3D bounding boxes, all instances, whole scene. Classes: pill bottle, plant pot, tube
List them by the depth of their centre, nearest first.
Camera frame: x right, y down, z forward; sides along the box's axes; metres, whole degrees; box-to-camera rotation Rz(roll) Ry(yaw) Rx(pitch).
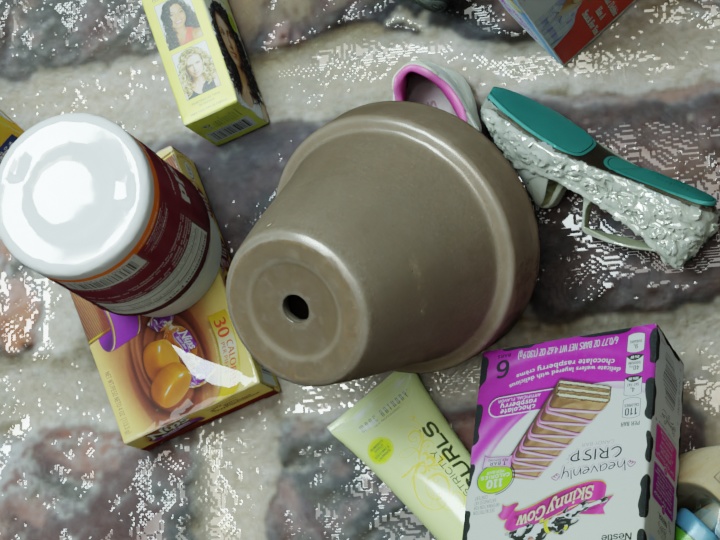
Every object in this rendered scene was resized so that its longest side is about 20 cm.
[{"bbox_3d":[0.000,0.000,1.604,0.200,0.175,0.200,12,116,26],"label":"plant pot"},{"bbox_3d":[-0.171,-0.032,1.626,0.114,0.200,0.114,-3,78,13],"label":"pill bottle"},{"bbox_3d":[0.063,0.161,1.660,0.200,0.058,0.052,50,136,22],"label":"tube"}]

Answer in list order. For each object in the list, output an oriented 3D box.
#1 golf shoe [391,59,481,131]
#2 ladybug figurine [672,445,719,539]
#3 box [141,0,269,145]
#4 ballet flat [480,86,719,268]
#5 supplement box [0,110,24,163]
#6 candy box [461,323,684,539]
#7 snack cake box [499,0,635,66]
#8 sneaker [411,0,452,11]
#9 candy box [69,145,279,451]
[{"bbox_3d":[0.067,-0.063,1.681,0.075,0.092,0.200,-25,75,8],"label":"golf shoe"},{"bbox_3d":[0.219,0.205,1.581,0.200,0.072,0.136,-42,45,-1],"label":"ladybug figurine"},{"bbox_3d":[-0.132,-0.200,1.773,0.050,0.075,0.200,-24,75,12],"label":"box"},{"bbox_3d":[0.162,-0.062,1.669,0.200,0.072,0.072,30,88,19],"label":"ballet flat"},{"bbox_3d":[-0.360,-0.119,1.753,0.109,0.200,0.110,43,93,19],"label":"supplement box"},{"bbox_3d":[0.145,0.142,1.582,0.136,0.061,0.200,-11,52,26],"label":"candy box"},{"bbox_3d":[0.145,-0.229,1.632,0.115,0.200,0.067,-44,71,4],"label":"snack cake box"},{"bbox_3d":[0.044,-0.290,1.732,0.085,0.078,0.200,-15,75,23],"label":"sneaker"},{"bbox_3d":[-0.152,0.021,1.744,0.117,0.056,0.200,-24,75,9],"label":"candy box"}]
